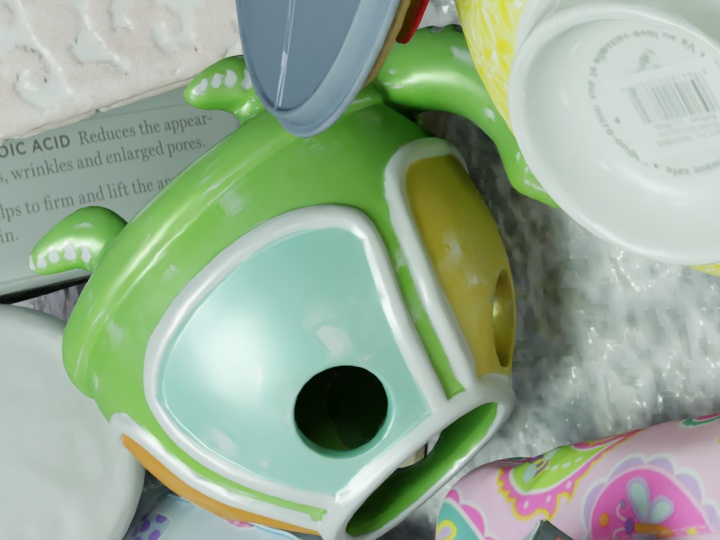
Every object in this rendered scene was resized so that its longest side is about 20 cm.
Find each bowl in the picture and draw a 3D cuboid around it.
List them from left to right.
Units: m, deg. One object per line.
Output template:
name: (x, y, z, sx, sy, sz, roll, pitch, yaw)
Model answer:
bowl: (0.097, -0.064, 0.665, 0.199, 0.108, 0.201, 21, 137, 21)

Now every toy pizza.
toy pizza: (0.003, -0.137, 0.717, 0.200, 0.031, 0.202, -174, 90, -73)

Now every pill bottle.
pill bottle: (-0.147, 0.073, 0.992, 0.200, 0.111, 0.113, 163, 91, -79)

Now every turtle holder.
turtle holder: (-0.003, 0.007, 0.845, 0.132, 0.185, 0.141, 50, 163, 19)

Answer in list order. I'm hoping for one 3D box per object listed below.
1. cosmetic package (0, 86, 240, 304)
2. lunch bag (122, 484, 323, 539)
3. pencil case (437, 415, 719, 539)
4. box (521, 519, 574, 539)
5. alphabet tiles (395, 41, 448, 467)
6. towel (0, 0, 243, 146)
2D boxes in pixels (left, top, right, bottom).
cosmetic package: (-0.163, -0.085, 0.955, 0.164, 0.164, 0.202, -16, 88, 51)
lunch bag: (-0.029, 0.189, 0.932, 0.169, 0.127, 0.202, 18, 112, 42)
pencil case: (0.106, 0.086, 0.766, 0.199, 0.087, 0.088, -16, 90, 48)
box: (0.100, 0.168, 0.754, 0.199, 0.040, 0.137, 35, 146, -2)
alphabet tiles: (-0.032, -0.009, 0.960, 0.167, 0.008, 0.202, 24, 118, 42)
towel: (-0.089, -0.157, 0.851, 0.032, 0.190, 0.202, 155, 97, -82)
